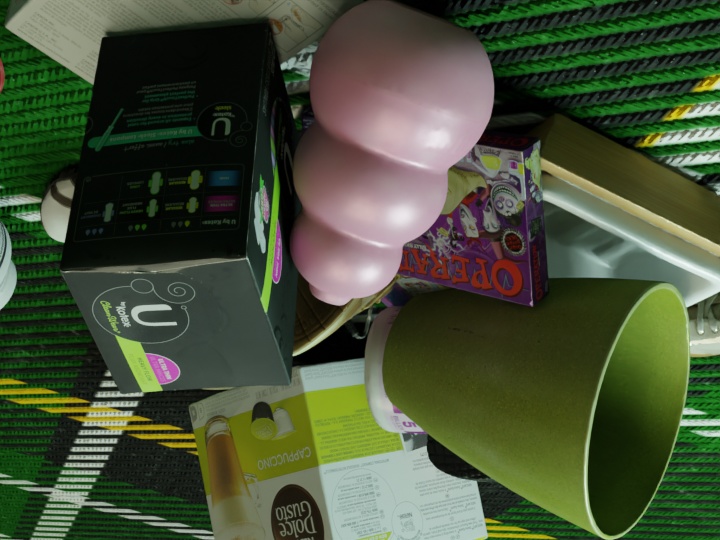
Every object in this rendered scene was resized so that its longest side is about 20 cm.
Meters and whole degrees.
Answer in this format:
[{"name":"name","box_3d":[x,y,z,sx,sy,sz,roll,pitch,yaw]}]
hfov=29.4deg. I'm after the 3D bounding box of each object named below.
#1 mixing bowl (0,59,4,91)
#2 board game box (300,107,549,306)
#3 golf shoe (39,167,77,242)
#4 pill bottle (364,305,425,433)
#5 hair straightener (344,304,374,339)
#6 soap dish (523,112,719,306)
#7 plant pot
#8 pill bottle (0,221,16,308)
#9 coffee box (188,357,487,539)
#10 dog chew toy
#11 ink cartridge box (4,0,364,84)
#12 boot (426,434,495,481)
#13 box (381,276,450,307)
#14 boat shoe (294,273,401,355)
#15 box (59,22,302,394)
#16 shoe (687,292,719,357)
[{"name":"mixing bowl","box_3d":[-0.386,-0.135,1.060,0.197,0.110,0.201,9,154,4]},{"name":"board game box","box_3d":[0.045,-0.051,1.007,0.198,0.032,0.121,13,127,37]},{"name":"golf shoe","box_3d":[-0.220,-0.039,1.192,0.198,0.096,0.077,-13,146,42]},{"name":"pill bottle","box_3d":[0.111,0.086,1.187,0.197,0.114,0.112,-2,150,22]},{"name":"hair straightener","box_3d":[-0.050,0.007,1.262,0.076,0.041,0.200,-14,138,40]},{"name":"soap dish","box_3d":[0.174,-0.033,1.055,0.198,0.082,0.157,23,151,-21]},{"name":"plant pot","box_3d":[0.122,0.082,1.042,0.198,0.189,0.187,14,158,32]},{"name":"pill bottle","box_3d":[-0.393,-0.034,1.250,0.111,0.114,0.201,3,152,17]},{"name":"coffee box","box_3d":[-0.024,0.202,1.383,0.198,0.201,0.199,-4,168,-41]},{"name":"dog chew toy","box_3d":[0.011,-0.074,0.913,0.123,0.202,0.125,19,-168,-4]},{"name":"ink cartridge box","box_3d":[-0.120,-0.187,0.938,0.199,0.058,0.162,-33,131,31]},{"name":"boot","box_3d":[0.170,0.178,1.263,0.198,0.069,0.131,-4,154,30]},{"name":"box","box_3d":[0.086,0.012,1.224,0.135,0.040,0.200,-8,148,31]},{"name":"boat shoe","box_3d":[0.000,0.000,1.126,0.200,0.074,0.066,-45,147,23]},{"name":"box","box_3d":[-0.111,-0.041,0.926,0.122,0.202,0.149,-4,144,7]},{"name":"shoe","box_3d":[0.321,0.035,1.143,0.197,0.071,0.053,4,158,-4]}]
